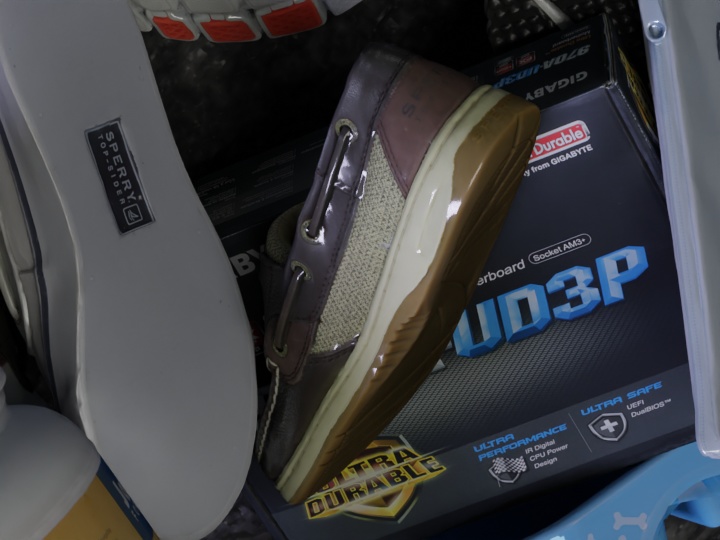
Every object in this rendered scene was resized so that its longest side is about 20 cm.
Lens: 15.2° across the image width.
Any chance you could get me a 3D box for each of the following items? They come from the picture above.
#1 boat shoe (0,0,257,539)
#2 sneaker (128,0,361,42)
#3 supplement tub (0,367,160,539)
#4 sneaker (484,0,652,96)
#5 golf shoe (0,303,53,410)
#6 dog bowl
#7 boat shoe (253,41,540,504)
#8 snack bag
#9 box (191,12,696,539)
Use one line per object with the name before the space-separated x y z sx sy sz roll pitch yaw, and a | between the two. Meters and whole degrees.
boat shoe | -0.093 -0.006 0.907 0.072 0.066 0.201 -24 99 -31
sneaker | -0.014 -0.138 0.920 0.199 0.082 0.077 -11 147 3
supplement tub | -0.114 0.134 0.844 0.144 0.145 0.201 -35 101 -4
sneaker | 0.107 -0.056 0.992 0.073 0.080 0.201 -11 126 19
golf shoe | -0.144 0.026 0.929 0.200 0.077 0.088 39 88 -32
dog bowl | 0.102 0.081 1.034 0.199 0.111 0.050 -32 108 -19
boat shoe | 0.000 0.000 0.895 0.073 0.065 0.200 -40 164 -43
snack bag | 0.155 -0.020 0.966 0.199 0.021 0.190 1 81 -54
box | 0.032 0.014 0.970 0.199 0.046 0.159 -21 124 17
